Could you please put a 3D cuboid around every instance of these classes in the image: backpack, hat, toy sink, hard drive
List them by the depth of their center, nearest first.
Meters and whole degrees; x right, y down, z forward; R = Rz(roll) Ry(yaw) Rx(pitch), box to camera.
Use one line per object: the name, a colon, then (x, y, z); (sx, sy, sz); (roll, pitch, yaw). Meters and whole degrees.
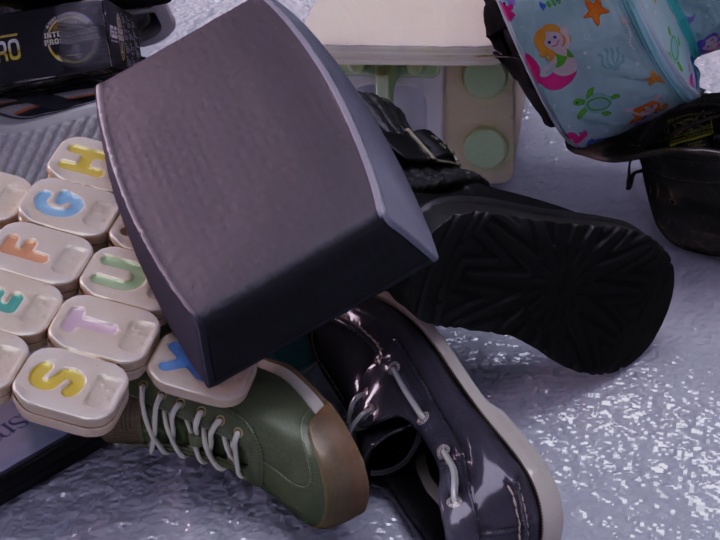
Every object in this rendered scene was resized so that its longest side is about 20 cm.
hard drive: (-0.056, -0.050, 0.840); (0.134, 0.042, 0.201); (-29, 47, 1)
backpack: (0.137, -0.168, 0.986); (0.149, 0.179, 0.200); (-20, 14, 23)
hat: (0.214, -0.054, 1.020); (0.198, 0.082, 0.201); (-6, 15, 1)
toy sink: (0.039, -0.126, 1.129); (0.129, 0.113, 0.200); (1, 26, 8)

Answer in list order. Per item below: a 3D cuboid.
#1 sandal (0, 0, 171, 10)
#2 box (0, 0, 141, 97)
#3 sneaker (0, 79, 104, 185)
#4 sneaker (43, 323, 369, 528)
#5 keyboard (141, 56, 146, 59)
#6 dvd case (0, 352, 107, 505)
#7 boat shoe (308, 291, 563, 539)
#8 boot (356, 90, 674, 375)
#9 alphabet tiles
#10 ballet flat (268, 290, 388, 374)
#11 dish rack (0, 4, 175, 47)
sandal: (-0.185, -0.190, 1.096); (0.075, 0.049, 0.200); (-5, 5, 19)
box: (-0.230, -0.138, 1.136); (0.159, 0.050, 0.200); (-7, 5, 0)
sneaker: (-0.208, -0.075, 1.103); (0.198, 0.079, 0.079); (-2, 16, 16)
sneaker: (-0.085, 0.069, 0.847); (0.089, 0.068, 0.200); (-19, 40, -28)
keyboard: (-0.206, -0.104, 1.208); (0.126, 0.021, 0.199); (17, 37, 40)
dvd case: (-0.214, 0.059, 0.936); (0.199, 0.018, 0.142); (25, 40, 38)
boat shoe: (0.018, 0.073, 0.838); (0.062, 0.073, 0.200); (-16, 37, -26)
boot: (0.055, -0.025, 0.917); (0.210, 0.080, 0.158); (18, 12, -41)
alphabet tiles: (-0.133, 0.001, 0.848); (0.194, 0.015, 0.201); (15, 39, 7)
ballet flat: (0.000, 0.000, 0.978); (0.199, 0.070, 0.069); (-29, 39, -34)
dish rack: (-0.239, -0.197, 1.215); (0.198, 0.172, 0.044); (-11, 71, 3)
